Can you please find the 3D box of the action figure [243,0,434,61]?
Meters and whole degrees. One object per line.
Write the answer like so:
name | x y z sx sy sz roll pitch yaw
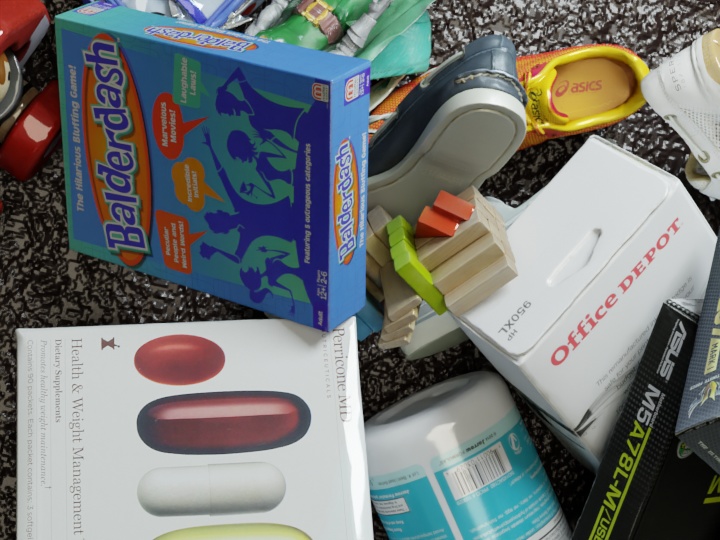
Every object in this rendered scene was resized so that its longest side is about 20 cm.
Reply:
action figure | -0.010 -0.166 0.954 0.118 0.055 0.200 35 73 20

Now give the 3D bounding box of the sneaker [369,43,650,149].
sneaker | 0.091 -0.108 1.009 0.198 0.077 0.074 -19 94 1

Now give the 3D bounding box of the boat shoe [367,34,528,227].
boat shoe | 0.036 -0.073 0.957 0.074 0.200 0.062 16 57 -17

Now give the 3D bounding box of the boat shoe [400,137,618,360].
boat shoe | 0.100 -0.017 1.025 0.200 0.070 0.072 -33 78 -6

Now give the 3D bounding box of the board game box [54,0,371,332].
board game box | -0.089 -0.064 0.914 0.198 0.045 0.154 16 119 29

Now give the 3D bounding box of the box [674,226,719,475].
box | 0.267 0.081 0.868 0.200 0.051 0.159 40 49 -20

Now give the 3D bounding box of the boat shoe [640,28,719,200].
boat shoe | 0.246 -0.077 1.020 0.069 0.071 0.200 -21 133 28

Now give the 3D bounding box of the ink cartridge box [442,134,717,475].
ink cartridge box | 0.163 0.037 0.971 0.145 0.084 0.200 -48 132 -5

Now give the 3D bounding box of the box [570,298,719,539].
box | 0.229 0.112 0.971 0.199 0.047 0.195 2 112 -42

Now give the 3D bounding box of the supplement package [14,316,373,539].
supplement package | -0.099 0.143 0.921 0.197 0.147 0.193 -2 66 -8

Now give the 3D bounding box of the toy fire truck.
toy fire truck | -0.250 -0.081 0.915 0.112 0.168 0.201 37 86 -7

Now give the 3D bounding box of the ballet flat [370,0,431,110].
ballet flat | -0.042 -0.115 1.000 0.198 0.067 0.071 -23 109 -5

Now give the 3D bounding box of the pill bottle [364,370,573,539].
pill bottle | 0.079 0.175 0.995 0.110 0.111 0.202 -24 94 -7

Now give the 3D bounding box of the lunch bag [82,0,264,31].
lunch bag | -0.131 -0.231 0.974 0.160 0.076 0.200 -44 91 -9

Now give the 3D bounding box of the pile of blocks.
pile of blocks | 0.000 0.000 0.946 0.062 0.199 0.083 43 46 -32
